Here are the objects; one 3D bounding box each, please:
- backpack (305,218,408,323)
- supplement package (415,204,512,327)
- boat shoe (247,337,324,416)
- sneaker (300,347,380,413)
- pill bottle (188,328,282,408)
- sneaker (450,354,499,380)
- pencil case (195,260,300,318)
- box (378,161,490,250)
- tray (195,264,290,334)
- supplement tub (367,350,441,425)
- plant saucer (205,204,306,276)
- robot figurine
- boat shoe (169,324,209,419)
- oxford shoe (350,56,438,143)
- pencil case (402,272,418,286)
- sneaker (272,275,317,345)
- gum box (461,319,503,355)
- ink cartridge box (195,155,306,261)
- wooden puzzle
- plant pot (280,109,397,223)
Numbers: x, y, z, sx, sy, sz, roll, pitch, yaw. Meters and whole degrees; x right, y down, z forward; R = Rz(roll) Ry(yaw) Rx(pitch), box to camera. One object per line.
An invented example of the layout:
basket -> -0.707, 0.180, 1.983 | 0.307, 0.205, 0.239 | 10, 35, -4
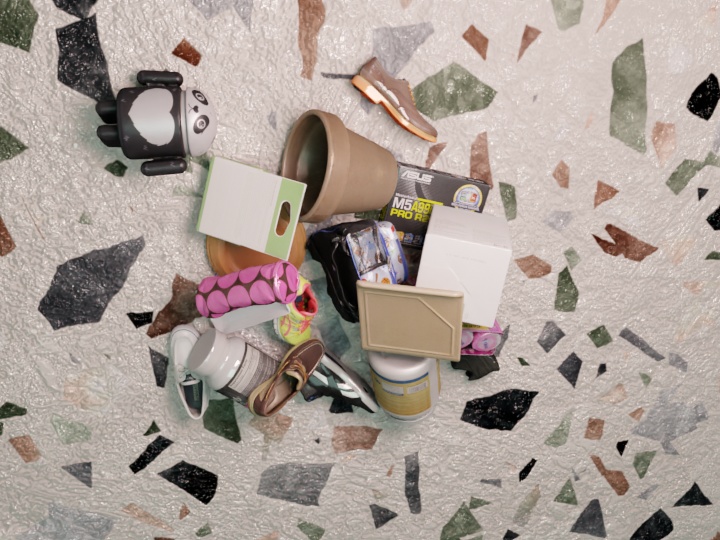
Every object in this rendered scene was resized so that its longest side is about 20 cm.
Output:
backpack -> 0.000, 0.000, 1.307 | 0.153, 0.200, 0.192 | -14, 96, -19
supplement package -> 0.188, -0.015, 1.275 | 0.150, 0.200, 0.152 | 12, 112, 5
boat shoe -> -0.132, 0.211, 1.340 | 0.200, 0.072, 0.072 | -41, 111, -29
sneaker -> -0.059, 0.259, 1.476 | 0.112, 0.073, 0.200 | -43, 103, 11
pill bottle -> -0.239, 0.205, 1.380 | 0.200, 0.117, 0.117 | 35, 101, -28
sneaker -> 0.224, 0.169, 1.494 | 0.090, 0.076, 0.200 | -35, 111, 11
pencil case -> -0.202, 0.035, 1.246 | 0.199, 0.092, 0.094 | -10, 155, 31
box -> 0.144, -0.120, 1.377 | 0.198, 0.044, 0.161 | 11, 110, -15
tray -> -0.228, 0.057, 1.334 | 0.199, 0.022, 0.108 | -19, 104, 33
supplement tub -> 0.094, 0.216, 1.422 | 0.143, 0.145, 0.201 | -15, 134, -5
plant saucer -> -0.203, -0.047, 1.342 | 0.198, 0.037, 0.202 | -4, 111, -10
robot figurine -> -0.350, -0.256, 1.182 | 0.198, 0.125, 0.151 | -3, 124, -10
boat shoe -> -0.345, 0.210, 1.399 | 0.073, 0.065, 0.202 | -13, 113, -5
oxford shoe -> 0.079, -0.314, 1.276 | 0.199, 0.071, 0.073 | 36, 96, -21
pencil case -> 0.125, 0.050, 1.421 | 0.198, 0.083, 0.087 | -11, 152, -7
sneaker -> -0.122, 0.085, 1.353 | 0.078, 0.090, 0.201 | -49, 145, -34
gum box -> 0.175, 0.103, 1.350 | 0.198, 0.114, 0.066 | 4, 128, -19
ink cartridge box -> -0.195, -0.115, 1.249 | 0.199, 0.048, 0.147 | 18, 100, 16
wooden puzzle -> 0.089, 0.087, 1.211 | 0.183, 0.037, 0.201 | 6, 139, 11
plant pot -> -0.030, -0.178, 1.256 | 0.173, 0.200, 0.202 | 7, 111, -31
